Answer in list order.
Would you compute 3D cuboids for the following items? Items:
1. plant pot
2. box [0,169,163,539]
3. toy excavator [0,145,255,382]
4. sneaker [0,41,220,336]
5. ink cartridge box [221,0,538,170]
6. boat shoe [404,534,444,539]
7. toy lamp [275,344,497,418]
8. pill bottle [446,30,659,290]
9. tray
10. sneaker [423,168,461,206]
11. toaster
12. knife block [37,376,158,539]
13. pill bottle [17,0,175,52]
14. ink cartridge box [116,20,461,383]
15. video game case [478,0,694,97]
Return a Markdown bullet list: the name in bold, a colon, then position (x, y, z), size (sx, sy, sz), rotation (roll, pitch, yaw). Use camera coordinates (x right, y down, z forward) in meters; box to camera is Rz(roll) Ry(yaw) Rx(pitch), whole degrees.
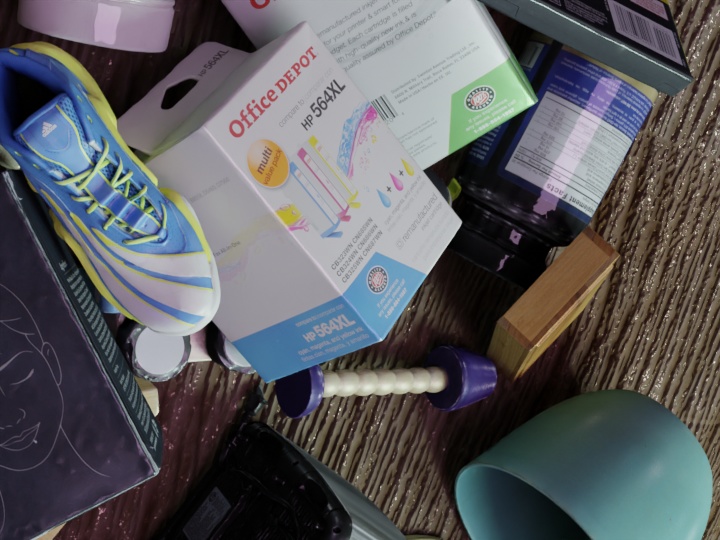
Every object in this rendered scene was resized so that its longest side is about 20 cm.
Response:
- **plant pot**: position (0.207, 0.199, 1.131), size (0.161, 0.200, 0.201), rotation (-38, 123, -27)
- **box**: position (-0.251, 0.069, 0.786), size (0.199, 0.124, 0.197), rotation (-26, 99, -5)
- **toy excavator**: position (-0.160, -0.028, 0.906), size (0.194, 0.100, 0.201), rotation (-3, 96, -27)
- **sneaker**: position (-0.158, -0.046, 0.747), size (0.076, 0.105, 0.200), rotation (-38, 85, 4)
- **ink cartridge box**: position (0.011, -0.171, 0.912), size (0.146, 0.084, 0.200), rotation (-29, 123, 12)
- **boat shoe**: position (0.009, 0.280, 1.117), size (0.200, 0.063, 0.074), rotation (-3, 108, -34)
- **toy lamp**: position (0.028, 0.088, 1.055), size (0.199, 0.058, 0.058), rotation (3, 107, -38)
- **pill bottle**: position (0.146, -0.090, 1.029), size (0.112, 0.112, 0.201), rotation (25, 96, -34)
- **tray**: position (0.150, 0.034, 1.043), size (0.037, 0.200, 0.099), rotation (42, 83, 11)
- **sneaker**: position (0.000, 0.000, 1.005), size (0.200, 0.072, 0.083), rotation (-38, 162, 8)
- **toaster**: position (-0.064, 0.226, 0.993), size (0.119, 0.181, 0.200), rotation (38, 89, -37)
- **knife block**: position (-0.265, 0.111, 0.904), size (0.200, 0.064, 0.176), rotation (-50, 124, -4)
- **pill bottle**: position (-0.150, -0.244, 0.805), size (0.114, 0.114, 0.201), rotation (4, 106, -30)
- **ink cartridge box**: position (-0.058, -0.052, 0.854), size (0.200, 0.125, 0.129), rotation (51, 49, -17)
- **video game case**: position (0.150, -0.233, 0.954), size (0.199, 0.181, 0.025), rotation (18, 140, -33)
